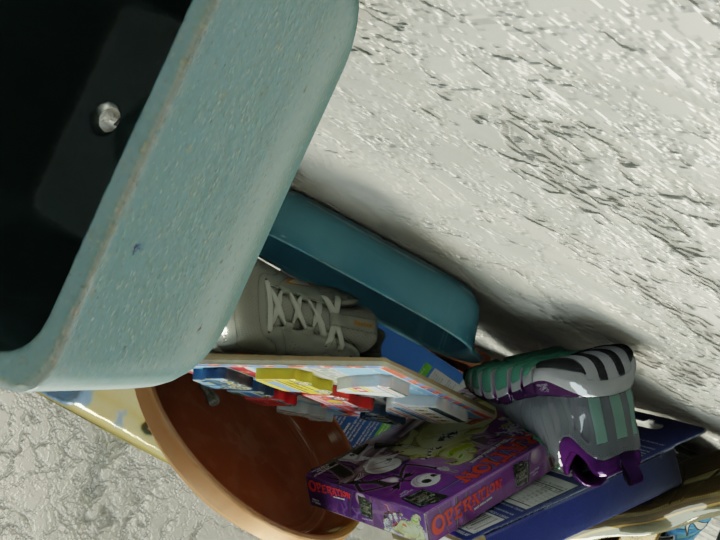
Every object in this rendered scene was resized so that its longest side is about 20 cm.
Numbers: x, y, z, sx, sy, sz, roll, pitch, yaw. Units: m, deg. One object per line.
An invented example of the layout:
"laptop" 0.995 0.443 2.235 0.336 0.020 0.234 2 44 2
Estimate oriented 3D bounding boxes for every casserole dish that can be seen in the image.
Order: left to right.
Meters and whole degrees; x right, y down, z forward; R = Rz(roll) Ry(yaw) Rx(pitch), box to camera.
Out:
"casserole dish" 0.000 0.000 1.099 0.199 0.039 0.121 28 170 -4

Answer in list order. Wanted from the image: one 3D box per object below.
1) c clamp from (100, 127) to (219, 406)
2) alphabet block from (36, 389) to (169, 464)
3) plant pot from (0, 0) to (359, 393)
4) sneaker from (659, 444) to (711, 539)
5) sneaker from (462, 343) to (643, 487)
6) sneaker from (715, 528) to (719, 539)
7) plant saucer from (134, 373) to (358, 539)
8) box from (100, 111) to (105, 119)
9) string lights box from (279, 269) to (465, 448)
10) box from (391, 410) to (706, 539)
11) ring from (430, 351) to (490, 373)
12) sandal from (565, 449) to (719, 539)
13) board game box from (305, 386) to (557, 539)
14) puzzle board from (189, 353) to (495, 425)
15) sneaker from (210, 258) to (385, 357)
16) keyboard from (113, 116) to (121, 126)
"c clamp" -0.150 -0.029 1.076 0.171 0.027 0.201 48 161 43
"alphabet block" -0.204 0.052 1.487 0.196 0.196 0.200 21 169 45
"plant pot" -0.112 -0.069 0.625 0.195 0.197 0.200 24 178 20
"sneaker" 0.238 0.187 1.252 0.078 0.090 0.200 25 168 18
"sneaker" 0.122 0.097 1.059 0.074 0.088 0.200 -12 179 -14
"sneaker" 0.299 0.181 1.122 0.080 0.071 0.200 25 170 0
"plant saucer" -0.080 0.115 1.151 0.200 0.032 0.201 37 -156 -20
"box" -0.230 -0.105 0.994 0.095 0.078 0.200 56 163 -12
"string lights box" -0.003 0.088 1.298 0.200 0.103 0.059 34 173 16
"box" 0.130 0.147 1.121 0.121 0.199 0.033 8 117 64
"ring" 0.137 0.108 1.341 0.200 0.019 0.200 28 170 5
"sandal" 0.199 0.171 1.139 0.199 0.080 0.054 -16 110 37
"board game box" 0.074 0.123 1.129 0.120 0.200 0.032 15 120 45
"puzzle board" -0.014 0.081 1.076 0.150 0.017 0.200 0 167 24
"sneaker" -0.040 0.028 1.061 0.092 0.076 0.200 1 168 20
"keyboard" -0.118 -0.099 0.970 0.127 0.021 0.200 29 170 -14
